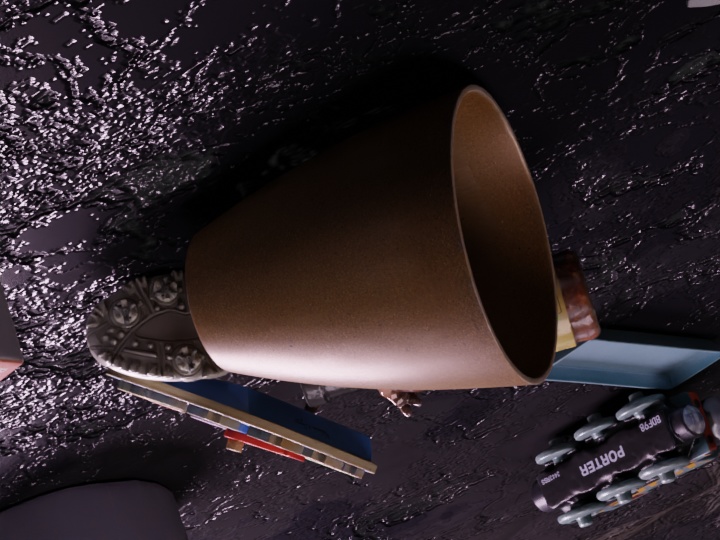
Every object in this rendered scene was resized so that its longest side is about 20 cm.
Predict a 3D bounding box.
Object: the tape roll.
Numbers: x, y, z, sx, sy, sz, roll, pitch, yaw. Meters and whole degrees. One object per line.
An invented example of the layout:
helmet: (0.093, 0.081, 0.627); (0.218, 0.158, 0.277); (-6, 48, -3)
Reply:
tape roll: (-0.236, 0.242, 1.986); (0.200, 0.066, 0.200); (-17, 156, -8)

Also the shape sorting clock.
shape sorting clock: (-0.083, 0.106, 1.705); (0.199, 0.039, 0.200); (17, 172, 2)

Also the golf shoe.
golf shoe: (-0.098, 0.046, 1.658); (0.199, 0.079, 0.097); (-7, 160, -27)

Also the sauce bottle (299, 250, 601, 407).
sauce bottle: (0.056, 0.044, 1.614); (0.199, 0.066, 0.066); (-18, 157, 3)

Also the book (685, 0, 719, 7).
book: (0.255, -0.223, 1.392); (0.133, 0.048, 0.200); (-14, 158, -5)

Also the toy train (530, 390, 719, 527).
toy train: (0.243, 0.164, 2.187); (0.114, 0.085, 0.200); (-6, 159, -46)

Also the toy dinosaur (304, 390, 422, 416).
toy dinosaur: (0.021, 0.042, 1.733); (0.200, 0.086, 0.135); (-24, 158, 19)

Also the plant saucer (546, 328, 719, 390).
plant saucer: (0.225, 0.073, 2.052); (0.070, 0.019, 0.200); (-36, 152, 34)

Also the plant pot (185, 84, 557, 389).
plant pot: (0.000, 0.000, 1.528); (0.199, 0.187, 0.186); (-14, 160, 20)

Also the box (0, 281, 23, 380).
box: (-0.316, 0.033, 1.411); (0.124, 0.098, 0.200); (-36, 153, 32)
